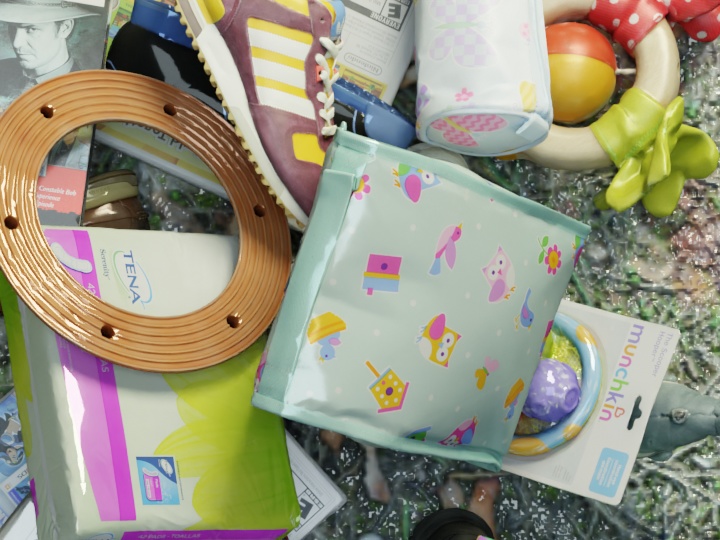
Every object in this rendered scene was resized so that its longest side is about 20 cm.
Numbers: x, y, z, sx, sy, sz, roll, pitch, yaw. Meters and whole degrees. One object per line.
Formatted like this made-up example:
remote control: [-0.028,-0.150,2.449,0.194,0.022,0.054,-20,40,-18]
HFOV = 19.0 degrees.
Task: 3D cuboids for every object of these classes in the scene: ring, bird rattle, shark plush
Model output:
ring: [-0.132,-0.029,1.264,0.200,0.019,0.201,15,56,-23]
bird rattle: [0.158,-0.135,1.386,0.162,0.113,0.201,1,86,11]
shark plush: [0.168,0.103,1.352,0.199,0.083,0.091,12,97,33]

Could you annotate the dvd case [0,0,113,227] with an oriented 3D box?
dvd case: [-0.233,-0.104,1.321,0.145,0.022,0.201,8,84,-12]

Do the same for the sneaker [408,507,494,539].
sneaker: [0.044,0.254,1.372,0.076,0.091,0.201,10,90,-7]

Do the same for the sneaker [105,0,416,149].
sneaker: [-0.066,-0.102,1.360,0.199,0.070,0.078,23,99,-4]

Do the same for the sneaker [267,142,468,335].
sneaker: [0.000,0.000,1.365,0.200,0.081,0.075,-43,119,-7]

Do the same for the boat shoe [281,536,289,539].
boat shoe: [-0.110,0.122,1.329,0.074,0.063,0.202,-37,91,-4]

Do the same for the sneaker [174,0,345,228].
sneaker: [-0.038,-0.116,1.287,0.090,0.075,0.200,-28,96,6]

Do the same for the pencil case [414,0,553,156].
pencil case: [0.080,-0.173,1.359,0.090,0.083,0.201,-2,72,15]

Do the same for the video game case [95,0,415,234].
video game case: [-0.074,-0.140,1.400,0.199,0.023,0.183,24,87,-5]

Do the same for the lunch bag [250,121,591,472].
lunch bag: [0.020,0.016,1.243,0.122,0.200,0.171,20,91,38]

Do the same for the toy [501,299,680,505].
toy: [0.087,0.062,1.341,0.200,0.047,0.116,14,79,36]

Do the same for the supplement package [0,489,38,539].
supplement package: [-0.149,0.232,1.297,0.200,0.117,0.117,36,88,-3]

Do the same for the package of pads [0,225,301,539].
package of pads: [-0.123,0.071,1.267,0.154,0.068,0.201,3,63,-33]

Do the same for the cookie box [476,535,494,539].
cookie box: [0.128,0.277,1.338,0.200,0.075,0.172,26,86,-40]

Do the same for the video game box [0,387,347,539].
video game box: [-0.141,0.134,1.378,0.182,0.047,0.200,-42,93,-6]

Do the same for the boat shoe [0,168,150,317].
boat shoe: [-0.226,0.000,1.359,0.199,0.072,0.068,-21,89,-8]
